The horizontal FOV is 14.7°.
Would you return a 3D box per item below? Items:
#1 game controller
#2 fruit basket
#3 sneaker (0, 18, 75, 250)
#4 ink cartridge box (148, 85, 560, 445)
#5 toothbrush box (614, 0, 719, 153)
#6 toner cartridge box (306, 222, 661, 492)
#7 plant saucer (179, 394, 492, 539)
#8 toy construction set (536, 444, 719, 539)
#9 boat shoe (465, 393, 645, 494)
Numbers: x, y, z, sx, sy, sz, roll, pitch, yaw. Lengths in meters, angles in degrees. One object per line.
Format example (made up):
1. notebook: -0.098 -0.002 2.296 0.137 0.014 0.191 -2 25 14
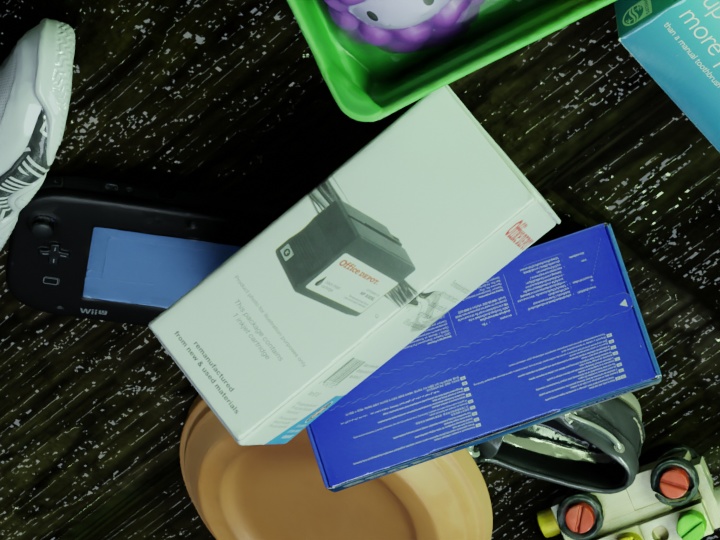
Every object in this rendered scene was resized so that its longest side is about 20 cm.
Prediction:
1. game controller: -0.101 -0.003 1.596 0.199 0.042 0.105 8 130 -7
2. fruit basket: 0.043 -0.177 1.335 0.215 0.216 0.156 -26 91 20
3. sneaker: -0.233 -0.068 1.515 0.115 0.075 0.200 18 131 -19
4. ink cartridge box: 0.000 0.000 1.487 0.200 0.145 0.084 -39 82 4
5. toothbrush box: 0.251 -0.148 1.448 0.200 0.085 0.146 -31 124 22
6. toner cartridge box: 0.062 0.050 1.587 0.199 0.095 0.043 -18 172 3
7. plant saucer: -0.020 0.139 1.679 0.199 0.038 0.201 13 133 15
8. toy construction set: 0.180 0.183 1.717 0.199 0.092 0.132 -23 95 -1
9. boat shoe: 0.078 0.081 1.655 0.199 0.063 0.073 18 128 -15
